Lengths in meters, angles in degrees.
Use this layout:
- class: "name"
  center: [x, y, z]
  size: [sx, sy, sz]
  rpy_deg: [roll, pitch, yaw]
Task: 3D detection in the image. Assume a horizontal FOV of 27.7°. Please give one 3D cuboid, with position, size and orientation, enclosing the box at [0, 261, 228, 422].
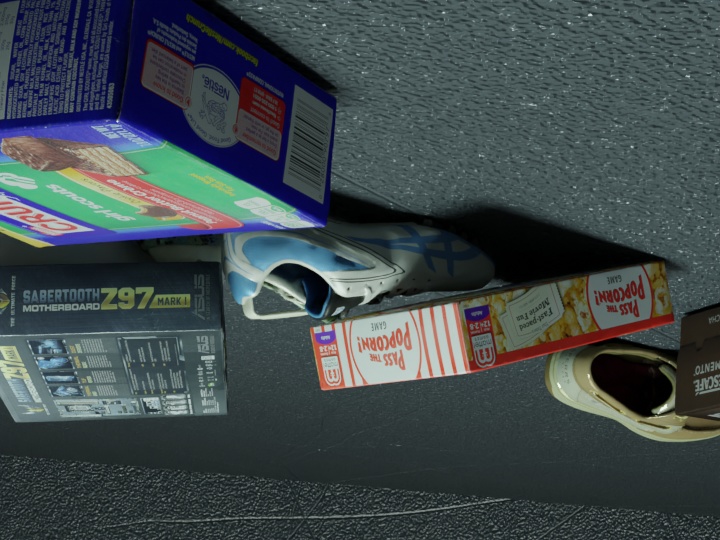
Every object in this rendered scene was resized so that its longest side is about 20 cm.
- class: "box"
  center: [-0.167, 0.051, 0.971]
  size: [0.156, 0.051, 0.200]
  rpy_deg: [-2, 159, -4]

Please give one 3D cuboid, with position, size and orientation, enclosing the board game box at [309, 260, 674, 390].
- class: "board game box"
  center: [0.089, 0.036, 0.989]
  size: [0.199, 0.047, 0.151]
  rpy_deg: [-10, 179, -39]

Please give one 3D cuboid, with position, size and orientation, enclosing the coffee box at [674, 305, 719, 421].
- class: "coffee box"
  center: [0.355, 0.081, 1.114]
  size: [0.198, 0.081, 0.113]
  rpy_deg: [10, 166, -17]

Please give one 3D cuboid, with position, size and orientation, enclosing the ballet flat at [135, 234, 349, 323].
- class: "ballet flat"
  center: [-0.083, -0.005, 0.990]
  size: [0.199, 0.075, 0.074]
  rpy_deg: [15, 164, -30]

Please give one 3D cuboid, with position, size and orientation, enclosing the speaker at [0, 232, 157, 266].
- class: "speaker"
  center: [-0.205, -0.017, 0.974]
  size: [0.081, 0.082, 0.199]
  rpy_deg: [-6, 162, 40]

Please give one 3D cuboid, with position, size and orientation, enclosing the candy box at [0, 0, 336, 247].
- class: "candy box"
  center: [-0.139, -0.072, 0.724]
  size: [0.199, 0.078, 0.169]
  rpy_deg: [-1, 165, 32]

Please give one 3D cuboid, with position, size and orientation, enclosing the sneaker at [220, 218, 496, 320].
- class: "sneaker"
  center: [0.000, 0.000, 0.954]
  size: [0.199, 0.073, 0.072]
  rpy_deg: [6, 167, -28]

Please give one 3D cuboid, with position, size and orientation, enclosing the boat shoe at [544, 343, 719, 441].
- class: "boat shoe"
  center: [0.260, 0.109, 1.286]
  size: [0.198, 0.075, 0.066]
  rpy_deg: [12, 170, -23]
